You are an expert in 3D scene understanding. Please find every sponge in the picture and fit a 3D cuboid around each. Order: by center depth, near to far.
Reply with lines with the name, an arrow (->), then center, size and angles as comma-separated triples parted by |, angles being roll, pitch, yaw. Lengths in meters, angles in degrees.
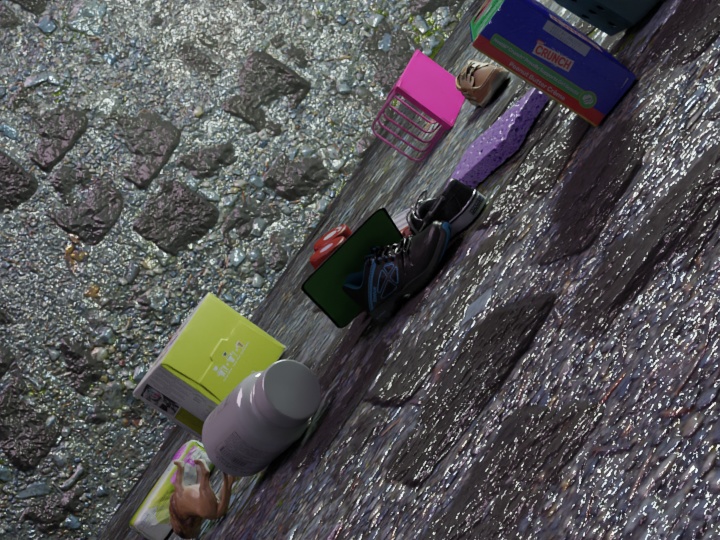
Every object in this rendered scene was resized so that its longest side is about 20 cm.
sponge -> 0.191, -0.176, 1.730 | 0.112, 0.030, 0.200 | -58, 9, -31

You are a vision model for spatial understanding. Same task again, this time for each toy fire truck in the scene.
toy fire truck -> 0.022, -0.028, 1.874 | 0.168, 0.112, 0.200 | -34, 12, 9

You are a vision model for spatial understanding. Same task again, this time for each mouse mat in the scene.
mouse mat -> 0.000, 0.000, 1.717 | 0.161, 0.008, 0.200 | -44, -27, -3

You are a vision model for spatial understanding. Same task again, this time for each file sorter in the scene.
file sorter -> 0.120, -0.339, 2.514 | 0.125, 0.139, 0.200 | -51, 8, 34

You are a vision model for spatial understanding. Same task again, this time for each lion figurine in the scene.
lion figurine -> -0.245, 0.355, 1.863 | 0.200, 0.072, 0.123 | 156, 116, -63

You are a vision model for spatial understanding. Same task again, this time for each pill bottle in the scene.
pill bottle -> -0.137, 0.206, 1.700 | 0.200, 0.114, 0.114 | -45, 11, 49

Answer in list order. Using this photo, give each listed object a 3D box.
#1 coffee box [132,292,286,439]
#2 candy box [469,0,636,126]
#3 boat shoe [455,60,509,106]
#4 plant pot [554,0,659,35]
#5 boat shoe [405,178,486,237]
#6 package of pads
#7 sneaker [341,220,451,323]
coffee box -> -0.309, 0.205, 2.468 | 0.200, 0.200, 0.198 | -59, 10, -34
candy box -> 0.214, -0.253, 1.381 | 0.077, 0.169, 0.200 | -55, 6, 15
boat shoe -> 0.214, -0.345, 2.201 | 0.076, 0.072, 0.200 | -55, 7, -5
plant pot -> 0.333, -0.400, 1.476 | 0.200, 0.141, 0.141 | -61, 7, -2
boat shoe -> 0.099, -0.071, 1.666 | 0.074, 0.068, 0.199 | -56, 7, -23
package of pads -> -0.356, 0.421, 2.293 | 0.200, 0.068, 0.154 | -57, 6, -17
sneaker -> 0.049, -0.006, 1.632 | 0.200, 0.082, 0.073 | -48, 10, 38
